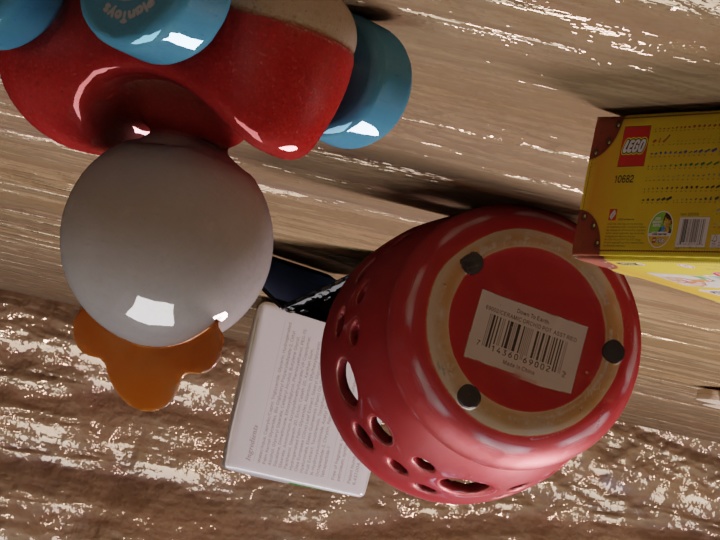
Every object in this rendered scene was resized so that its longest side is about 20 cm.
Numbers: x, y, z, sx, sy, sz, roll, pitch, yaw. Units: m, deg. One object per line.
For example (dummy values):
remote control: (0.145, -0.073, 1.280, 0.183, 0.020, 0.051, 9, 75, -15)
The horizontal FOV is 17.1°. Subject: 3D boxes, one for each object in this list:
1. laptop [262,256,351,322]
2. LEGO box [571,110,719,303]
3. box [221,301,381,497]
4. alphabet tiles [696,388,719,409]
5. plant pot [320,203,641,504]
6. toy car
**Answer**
laptop: (0.000, 0.000, 2.181, 0.199, 0.104, 0.177, -25, 154, 33)
LEGO box: (0.226, -0.025, 1.180, 0.148, 0.078, 0.200, 15, 173, -33)
box: (-0.061, 0.153, 2.809, 0.170, 0.201, 0.199, 14, 175, -3)
alphabet tiles: (0.485, 0.160, 2.714, 0.199, 0.015, 0.195, 14, 174, -23)
plant pot: (0.088, 0.052, 1.645, 0.199, 0.202, 0.182, 13, 164, -13)
toy car: (-0.097, -0.040, 1.074, 0.176, 0.201, 0.184, 8, 173, 33)
